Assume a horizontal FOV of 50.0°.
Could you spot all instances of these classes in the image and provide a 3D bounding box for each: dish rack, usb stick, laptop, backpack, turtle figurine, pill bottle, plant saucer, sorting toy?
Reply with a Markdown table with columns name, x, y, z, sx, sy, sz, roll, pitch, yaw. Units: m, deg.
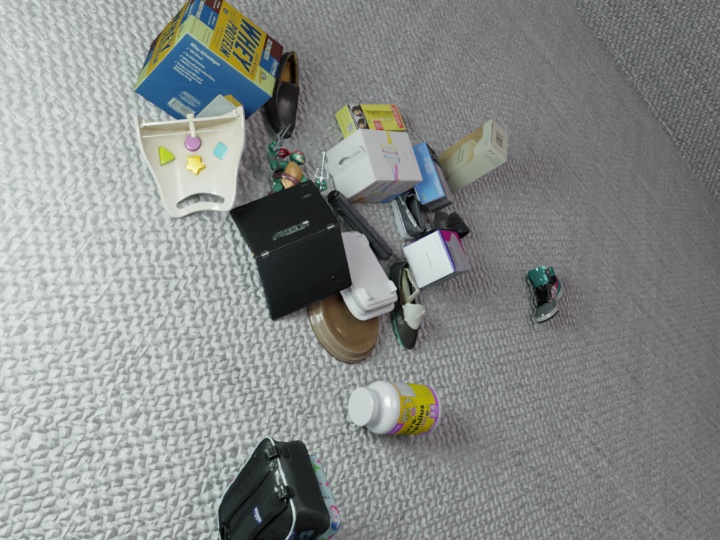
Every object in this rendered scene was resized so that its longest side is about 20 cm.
| name | x | y | z | sx | sy | sz | roll | pitch | yaw |
| --- | --- | --- | --- | --- | --- | --- | --- | --- | --- |
| dish rack | 0.000 | 0.000 | 1.657 | 0.170 | 0.043 | 0.203 | -13 | 69 | -56 |
| usb stick | -0.001 | -0.101 | 1.741 | 0.033 | 0.055 | 0.200 | -46 | 108 | -11 |
| laptop | -0.136 | -0.044 | 1.528 | 0.184 | 0.117 | 0.202 | -22 | 60 | -21 |
| backpack | -0.137 | 0.387 | 1.228 | 0.149 | 0.201 | 0.179 | 24 | 27 | -42 |
| turtle figurine | -0.142 | -0.189 | 1.601 | 0.147 | 0.100 | 0.205 | 22 | 70 | -15 |
| pill bottle | 0.069 | 0.281 | 1.575 | 0.197 | 0.103 | 0.107 | 11 | 61 | -42 |
| plant saucer | -0.029 | 0.094 | 1.626 | 0.197 | 0.029 | 0.205 | 24 | 54 | -36 |
| sorting toy | -0.305 | -0.194 | 1.425 | 0.194 | 0.107 | 0.186 | -8 | 88 | -13 |

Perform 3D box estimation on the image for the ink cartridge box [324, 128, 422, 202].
| name | x | y | z | sx | sy | sz | roll | pitch | yaw |
| --- | --- | --- | --- | --- | --- | --- | --- | --- | --- |
| ink cartridge box | 0.023 | -0.238 | 1.779 | 0.197 | 0.127 | 0.128 | -7 | 75 | -47 |

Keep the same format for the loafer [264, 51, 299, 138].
| name | x | y | z | sx | sy | sz | roll | pitch | yaw |
| --- | --- | --- | --- | --- | --- | --- | --- | --- | --- |
| loafer | -0.166 | -0.388 | 1.687 | 0.072 | 0.072 | 0.205 | 12 | 62 | -43 |

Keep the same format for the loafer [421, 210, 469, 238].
| name | x | y | z | sx | sy | sz | roll | pitch | yaw |
| --- | --- | --- | --- | --- | --- | --- | --- | --- | --- |
| loafer | 0.204 | -0.114 | 1.954 | 0.198 | 0.072 | 0.074 | -3 | 64 | -59 |

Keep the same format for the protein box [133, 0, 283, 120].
| name | x | y | z | sx | sy | sz | roll | pitch | yaw |
| --- | --- | --- | --- | --- | --- | --- | --- | --- | --- |
| protein box | -0.287 | -0.384 | 1.470 | 0.197 | 0.198 | 0.138 | 31 | 49 | -31 |

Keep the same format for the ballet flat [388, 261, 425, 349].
| name | x | y | z | sx | sy | sz | roll | pitch | yaw |
| --- | --- | --- | --- | --- | --- | --- | --- | --- | --- |
| ballet flat | 0.106 | 0.072 | 1.750 | 0.067 | 0.068 | 0.205 | 7 | 65 | -44 |

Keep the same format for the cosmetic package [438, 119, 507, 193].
| name | x | y | z | sx | sy | sz | roll | pitch | yaw |
| --- | --- | --- | --- | --- | --- | --- | --- | --- | --- |
| cosmetic package | 0.293 | -0.298 | 2.040 | 0.070 | 0.198 | 0.107 | 32 | 48 | -28 |

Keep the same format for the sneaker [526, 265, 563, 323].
| name | x | y | z | sx | sy | sz | roll | pitch | yaw |
| --- | --- | --- | --- | --- | --- | --- | --- | --- | --- |
| sneaker | 0.515 | 0.053 | 2.178 | 0.122 | 0.082 | 0.200 | 59 | 33 | -13 |

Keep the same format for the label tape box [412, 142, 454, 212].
| name | x | y | z | sx | sy | sz | roll | pitch | yaw |
| --- | --- | --- | --- | --- | --- | --- | --- | --- | --- |
| label tape box | 0.168 | -0.235 | 1.920 | 0.200 | 0.065 | 0.147 | 15 | 55 | -75 |

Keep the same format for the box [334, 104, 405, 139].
| name | x | y | z | sx | sy | sz | roll | pitch | yaw |
| --- | --- | --- | --- | --- | --- | --- | --- | --- | --- |
| box | 0.026 | -0.367 | 1.908 | 0.198 | 0.050 | 0.077 | -13 | 78 | -49 |

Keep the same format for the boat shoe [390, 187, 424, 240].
| name | x | y | z | sx | sy | sz | roll | pitch | yaw |
| --- | --- | --- | --- | --- | --- | --- | --- | --- | --- |
| boat shoe | 0.110 | -0.180 | 1.885 | 0.071 | 0.067 | 0.205 | 3 | 68 | -45 |

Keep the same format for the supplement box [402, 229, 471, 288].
| name | x | y | z | sx | sy | sz | roll | pitch | yaw |
| --- | --- | --- | --- | --- | --- | --- | --- | --- | --- |
| supplement box | 0.183 | -0.027 | 1.808 | 0.103 | 0.102 | 0.199 | 67 | 19 | 7 |
